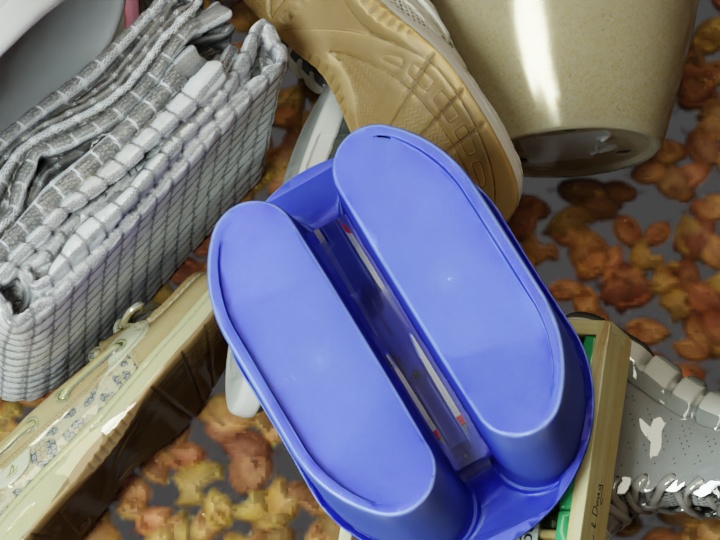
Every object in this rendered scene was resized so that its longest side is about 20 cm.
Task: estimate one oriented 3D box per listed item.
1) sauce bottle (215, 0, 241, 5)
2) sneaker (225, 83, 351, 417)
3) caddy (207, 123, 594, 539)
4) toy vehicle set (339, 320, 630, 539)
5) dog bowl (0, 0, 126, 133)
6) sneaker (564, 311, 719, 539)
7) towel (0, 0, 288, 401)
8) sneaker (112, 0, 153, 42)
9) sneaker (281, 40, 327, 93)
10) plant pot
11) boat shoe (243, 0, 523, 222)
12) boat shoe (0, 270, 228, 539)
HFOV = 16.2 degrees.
[{"bbox_3d":[-0.013,-0.225,1.402,0.200,0.066,0.066,-39,64,-13],"label":"sauce bottle"},{"bbox_3d":[0.000,0.000,1.252,0.099,0.071,0.201,25,54,-9],"label":"sneaker"},{"bbox_3d":[0.018,0.032,1.140,0.141,0.105,0.200,-31,73,0],"label":"caddy"},{"bbox_3d":[0.051,0.121,1.175,0.124,0.026,0.201,-1,70,29],"label":"toy vehicle set"},{"bbox_3d":[-0.201,-0.085,1.191,0.079,0.200,0.200,39,71,5],"label":"dog bowl"},{"bbox_3d":[0.147,0.111,1.203,0.200,0.075,0.116,29,73,31],"label":"sneaker"},{"bbox_3d":[-0.129,-0.041,1.249,0.086,0.166,0.200,39,72,7],"label":"towel"},{"bbox_3d":[-0.163,-0.159,1.388,0.095,0.079,0.200,-3,28,-46],"label":"sneaker"},{"bbox_3d":[-0.022,-0.169,1.329,0.080,0.075,0.200,-33,100,-13],"label":"sneaker"},{"bbox_3d":[0.100,-0.156,1.302,0.186,0.187,0.201,-3,77,5],"label":"plant pot"},{"bbox_3d":[0.019,-0.107,1.252,0.071,0.069,0.200,-41,83,31],"label":"boat shoe"},{"bbox_3d":[-0.131,0.068,1.249,0.063,0.073,0.200,34,69,20],"label":"boat shoe"}]
